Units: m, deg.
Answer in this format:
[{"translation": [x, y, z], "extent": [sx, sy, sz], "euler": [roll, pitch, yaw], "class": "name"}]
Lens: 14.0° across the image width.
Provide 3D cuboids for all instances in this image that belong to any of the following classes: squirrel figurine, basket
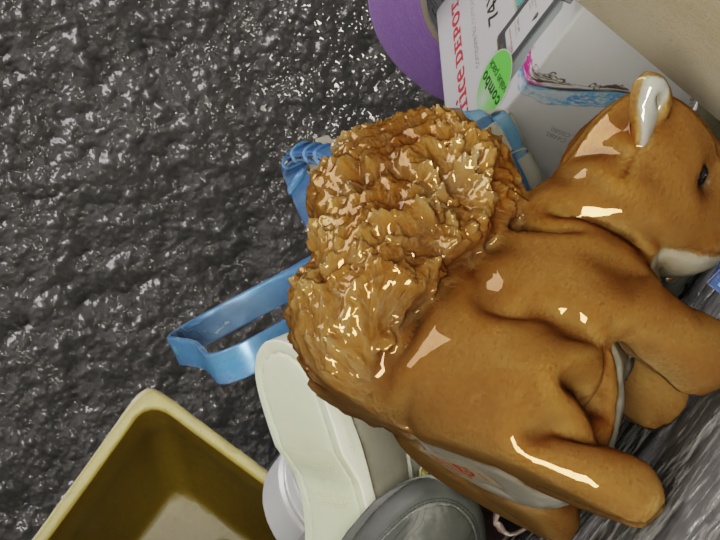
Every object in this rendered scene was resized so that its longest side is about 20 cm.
[{"translation": [0.070, -0.005, 1.256], "extent": [0.187, 0.199, 0.142], "euler": [-63, 0, -12], "class": "squirrel figurine"}, {"translation": [0.000, 0.000, 1.512], "extent": [0.199, 0.140, 0.176], "euler": [-24, 9, -9], "class": "basket"}]

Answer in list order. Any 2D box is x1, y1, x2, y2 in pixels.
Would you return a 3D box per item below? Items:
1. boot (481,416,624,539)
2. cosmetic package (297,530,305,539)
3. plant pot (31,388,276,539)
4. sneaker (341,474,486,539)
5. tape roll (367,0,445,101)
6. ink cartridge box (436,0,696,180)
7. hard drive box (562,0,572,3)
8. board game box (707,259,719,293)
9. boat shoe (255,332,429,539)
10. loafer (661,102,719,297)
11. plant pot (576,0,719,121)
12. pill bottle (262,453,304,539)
[{"translation": [0.067, 0.094, 1.418], "extent": [0.200, 0.072, 0.166], "euler": [-54, 4, 17], "class": "boot"}, {"translation": [0.001, 0.167, 1.557], "extent": [0.200, 0.082, 0.051], "euler": [-54, 5, -3], "class": "cosmetic package"}, {"translation": [-0.114, 0.213, 1.940], "extent": [0.196, 0.194, 0.200], "euler": [-54, -2, -4], "class": "plant pot"}, {"translation": [0.008, 0.190, 1.329], "extent": [0.201, 0.075, 0.079], "euler": [-66, 14, 4], "class": "sneaker"}, {"translation": [0.102, -0.184, 1.721], "extent": [0.200, 0.199, 0.066], "euler": [-52, 28, 37], "class": "tape roll"}, {"translation": [0.154, -0.138, 1.618], "extent": [0.200, 0.145, 0.147], "euler": [-52, 28, 38], "class": "ink cartridge box"}, {"translation": [0.105, -0.225, 1.430], "extent": [0.200, 0.076, 0.157], "euler": [-179, 108, -87], "class": "hard drive box"}, {"translation": [0.226, -0.079, 1.233], "extent": [0.135, 0.034, 0.200], "euler": [-51, 3, 47], "class": "board game box"}, {"translation": [0.007, 0.113, 1.397], "extent": [0.060, 0.203, 0.072], "euler": [-29, 25, -34], "class": "boat shoe"}, {"translation": [0.157, -0.037, 1.529], "extent": [0.200, 0.070, 0.075], "euler": [-53, 3, 20], "class": "loafer"}, {"translation": [0.179, -0.193, 1.252], "extent": [0.200, 0.200, 0.177], "euler": [-54, 13, -5], "class": "plant pot"}, {"translation": [0.028, 0.091, 1.690], "extent": [0.200, 0.114, 0.114], "euler": [-52, 3, 43], "class": "pill bottle"}]
